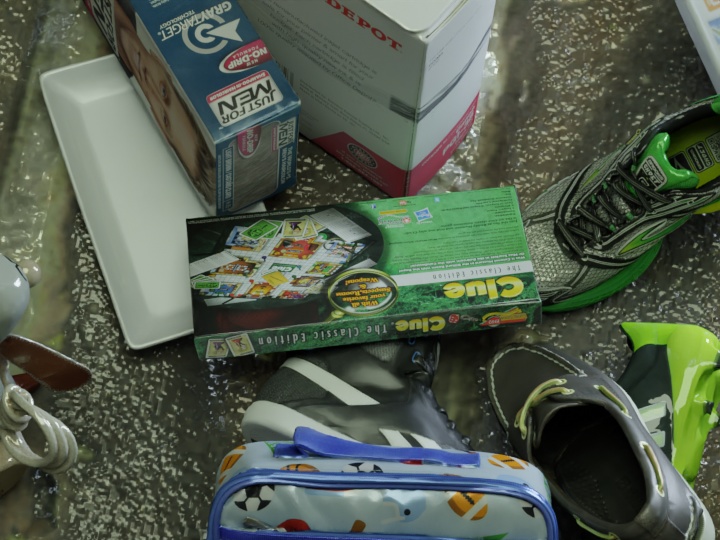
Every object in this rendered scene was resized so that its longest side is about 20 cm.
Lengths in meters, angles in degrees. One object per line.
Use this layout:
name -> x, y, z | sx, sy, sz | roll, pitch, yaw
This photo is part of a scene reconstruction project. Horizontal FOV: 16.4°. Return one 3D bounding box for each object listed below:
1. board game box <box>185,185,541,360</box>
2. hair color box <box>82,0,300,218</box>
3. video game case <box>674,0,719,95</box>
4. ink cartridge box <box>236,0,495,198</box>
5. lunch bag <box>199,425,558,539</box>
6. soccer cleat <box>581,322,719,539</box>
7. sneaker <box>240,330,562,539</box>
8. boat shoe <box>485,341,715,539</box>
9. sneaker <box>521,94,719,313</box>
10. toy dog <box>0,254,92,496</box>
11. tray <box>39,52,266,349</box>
board game box -> 0.000, 0.000, 1.459 | 0.200, 0.023, 0.105 | -5, 41, -2
hair color box -> -0.109, -0.140, 1.503 | 0.060, 0.100, 0.200 | -26, 67, -15
video game case -> 0.314, -0.117, 1.547 | 0.182, 0.022, 0.200 | -23, 86, -14
ink cartridge box -> 0.000, -0.149, 1.481 | 0.146, 0.200, 0.083 | 36, 67, 13
lunch bag -> 0.006, 0.167, 1.349 | 0.200, 0.076, 0.160 | 3, 108, 0
soccer cleat -> 0.154, 0.121, 1.438 | 0.081, 0.068, 0.200 | 10, 65, 29
sneaker -> 0.042, 0.089, 1.436 | 0.200, 0.073, 0.112 | 26, 64, 10
boat shoe -> 0.124, 0.094, 1.392 | 0.072, 0.061, 0.201 | -45, 42, 2
sneaker -> 0.161, -0.048, 1.485 | 0.200, 0.085, 0.078 | -36, 74, 7
toy dog -> -0.201, 0.052, 1.395 | 0.096, 0.200, 0.132 | -35, 95, -36
tray -> -0.119, -0.048, 1.525 | 0.107, 0.022, 0.200 | -17, 66, -10
